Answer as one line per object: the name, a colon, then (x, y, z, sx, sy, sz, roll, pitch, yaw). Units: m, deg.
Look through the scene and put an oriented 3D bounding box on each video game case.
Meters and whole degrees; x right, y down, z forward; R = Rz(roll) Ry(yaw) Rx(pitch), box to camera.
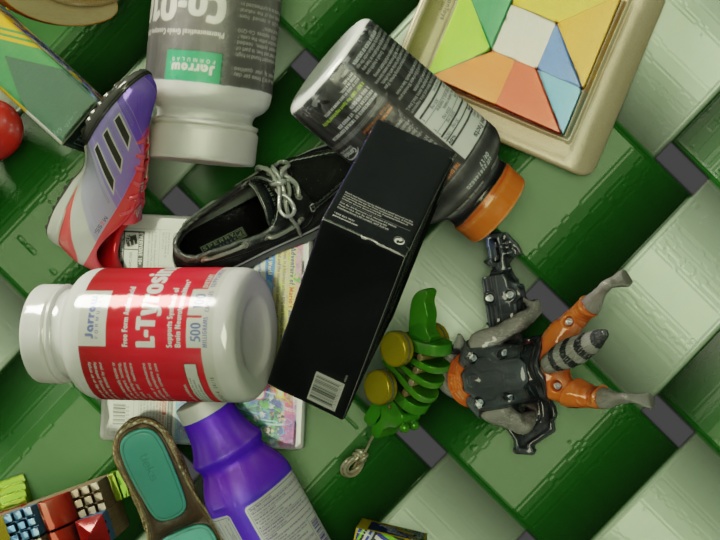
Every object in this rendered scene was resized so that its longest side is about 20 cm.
video game case: (-0.135, 0.054, 1.697, 0.181, 0.024, 0.202, 3, 90, 2)

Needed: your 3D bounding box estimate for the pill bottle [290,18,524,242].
pill bottle: (0.046, -0.112, 1.640, 0.200, 0.106, 0.106, 40, 91, -11)

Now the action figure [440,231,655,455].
action figure: (0.140, 0.055, 1.638, 0.193, 0.104, 0.201, -18, 84, 30)

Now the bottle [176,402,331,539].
bottle: (-0.091, 0.196, 1.656, 0.065, 0.083, 0.201, -22, 100, 43)

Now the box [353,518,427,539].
box: (0.006, 0.322, 1.669, 0.064, 0.070, 0.201, 12, 90, 4)

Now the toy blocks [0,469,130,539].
toy blocks: (-0.285, 0.228, 1.645, 0.199, 0.137, 0.101, -19, 89, 1)

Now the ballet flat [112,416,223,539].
ballet flat: (-0.159, 0.216, 1.674, 0.070, 0.065, 0.201, -16, 101, -1)

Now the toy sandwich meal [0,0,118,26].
toy sandwich meal: (-0.250, -0.310, 1.652, 0.204, 0.070, 0.207, 1, 88, -35)

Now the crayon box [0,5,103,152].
crayon box: (-0.303, -0.187, 1.649, 0.200, 0.126, 0.052, 41, 91, 1)

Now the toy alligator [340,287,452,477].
toy alligator: (0.038, 0.109, 1.645, 0.054, 0.059, 0.201, 39, 120, 33)

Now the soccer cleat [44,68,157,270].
soccer cleat: (-0.203, -0.082, 1.628, 0.073, 0.068, 0.201, 40, 127, 13)

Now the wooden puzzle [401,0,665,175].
wooden puzzle: (0.146, -0.203, 1.679, 0.199, 0.037, 0.186, 23, 91, 1)

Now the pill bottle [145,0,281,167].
pill bottle: (-0.127, -0.193, 1.650, 0.112, 0.113, 0.202, 5, 90, 2)

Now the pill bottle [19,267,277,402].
pill bottle: (-0.179, 0.053, 1.619, 0.199, 0.112, 0.113, -1, 90, 19)

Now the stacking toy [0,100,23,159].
stacking toy: (-0.363, -0.062, 1.678, 0.085, 0.085, 0.201, 33, 88, 1)

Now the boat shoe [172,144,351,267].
boat shoe: (-0.075, -0.059, 1.655, 0.198, 0.068, 0.074, -26, 71, -10)

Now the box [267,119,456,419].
box: (0.000, 0.000, 1.585, 0.078, 0.141, 0.201, 25, 133, 5)
